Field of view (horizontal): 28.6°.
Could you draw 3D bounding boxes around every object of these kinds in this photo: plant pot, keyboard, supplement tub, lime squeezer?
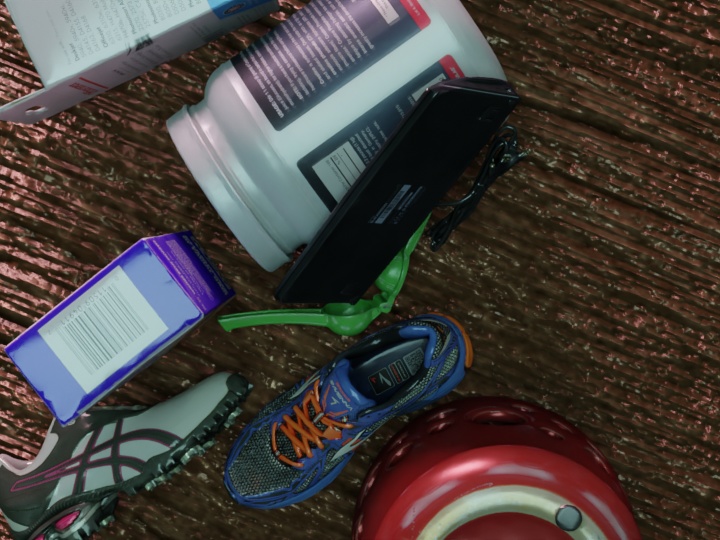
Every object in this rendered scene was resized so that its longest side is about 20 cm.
[{"bbox_3d":[0.090,0.196,0.930,0.199,0.183,0.202,0,95,2],"label":"plant pot"},{"bbox_3d":[0.035,-0.047,0.908,0.200,0.127,0.021,-50,55,33],"label":"keyboard"},{"bbox_3d":[-0.013,-0.106,0.934,0.199,0.140,0.141,-35,92,3],"label":"supplement tub"},{"bbox_3d":[0.000,0.000,0.989,0.200,0.038,0.071,-37,96,1],"label":"lime squeezer"}]

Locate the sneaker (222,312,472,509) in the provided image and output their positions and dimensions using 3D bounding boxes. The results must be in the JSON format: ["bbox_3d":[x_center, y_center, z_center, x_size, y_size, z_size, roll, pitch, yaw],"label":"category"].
[{"bbox_3d":[-0.015,0.090,0.969,0.200,0.078,0.075,-39,74,1],"label":"sneaker"}]

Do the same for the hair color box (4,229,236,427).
[{"bbox_3d":[-0.148,0.032,0.914,0.109,0.200,0.065,-38,93,3],"label":"hair color box"}]

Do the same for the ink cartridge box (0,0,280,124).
[{"bbox_3d":[-0.160,-0.171,0.946,0.199,0.116,0.067,-25,92,2],"label":"ink cartridge box"}]

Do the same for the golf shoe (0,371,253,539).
[{"bbox_3d":[-0.169,0.120,0.984,0.199,0.077,0.088,-35,85,2],"label":"golf shoe"}]
